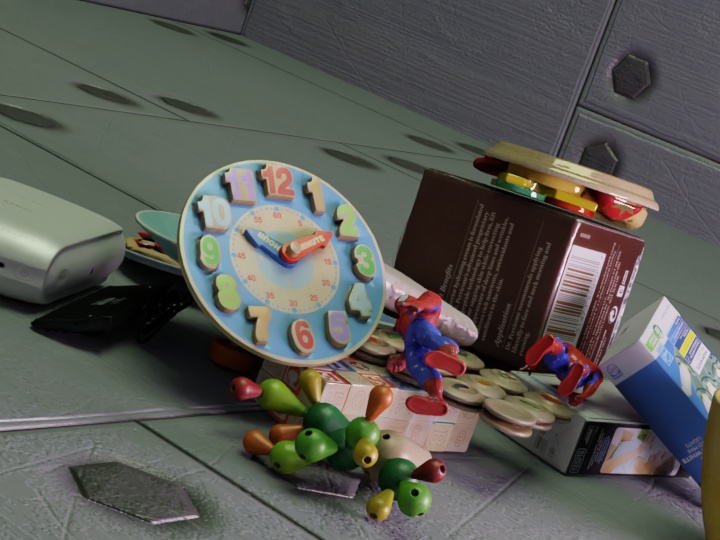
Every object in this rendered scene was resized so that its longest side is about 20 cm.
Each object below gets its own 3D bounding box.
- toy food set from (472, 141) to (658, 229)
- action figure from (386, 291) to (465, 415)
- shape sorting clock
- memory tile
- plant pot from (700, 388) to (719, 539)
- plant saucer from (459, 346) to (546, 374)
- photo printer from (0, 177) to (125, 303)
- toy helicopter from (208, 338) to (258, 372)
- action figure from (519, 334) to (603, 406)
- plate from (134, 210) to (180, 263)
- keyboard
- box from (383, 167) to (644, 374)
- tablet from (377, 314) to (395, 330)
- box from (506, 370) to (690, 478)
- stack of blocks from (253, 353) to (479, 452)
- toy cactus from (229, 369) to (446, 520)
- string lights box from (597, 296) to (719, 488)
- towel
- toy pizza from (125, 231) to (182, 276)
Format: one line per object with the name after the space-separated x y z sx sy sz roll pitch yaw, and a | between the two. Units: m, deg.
0.216 -0.089 1.769 0.198 0.049 0.200 18 5 -1 | toy food set
0.050 0.059 1.432 0.052 0.066 0.200 15 15 -7 | action figure
-0.065 -0.010 1.462 0.200 0.039 0.200 16 52 -21 | shape sorting clock
0.090 0.097 1.539 0.200 0.017 0.153 27 14 25 | memory tile
0.382 0.209 1.490 0.200 0.142 0.200 19 13 -4 | plant pot
0.125 0.103 1.817 0.200 0.032 0.200 19 13 -4 | plant saucer
-0.331 -0.031 1.587 0.166 0.070 0.200 22 12 10 | photo printer
-0.079 0.050 1.628 0.132 0.079 0.200 17 8 -12 | toy helicopter
0.194 0.095 1.597 0.065 0.052 0.200 39 7 15 | action figure
-0.117 -0.010 1.560 0.200 0.026 0.200 20 8 -3 | plate
-0.221 0.045 1.551 0.104 0.040 0.200 -2 9 13 | keyboard
0.163 0.005 1.789 0.200 0.166 0.164 22 6 34 | box
-0.047 0.022 1.946 0.130 0.014 0.200 14 14 -28 | tablet
0.243 0.157 1.696 0.200 0.060 0.117 9 16 -41 | box
0.001 0.109 1.521 0.200 0.059 0.115 9 17 -42 | stack of blocks
0.001 0.137 1.361 0.200 0.102 0.165 18 -1 38 | toy cactus
0.331 0.135 1.660 0.200 0.059 0.103 49 34 -4 | string lights box
0.000 0.000 1.643 0.200 0.032 0.191 28 3 -27 | towel
-0.162 -0.012 1.798 0.200 0.032 0.200 15 4 -1 | toy pizza
